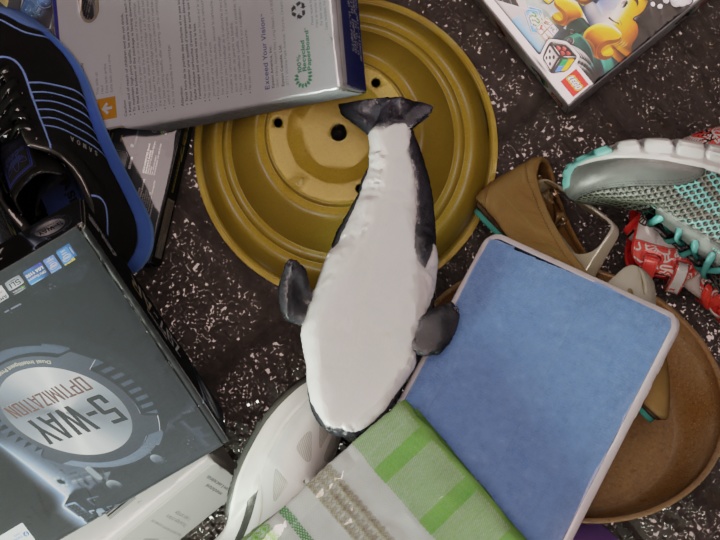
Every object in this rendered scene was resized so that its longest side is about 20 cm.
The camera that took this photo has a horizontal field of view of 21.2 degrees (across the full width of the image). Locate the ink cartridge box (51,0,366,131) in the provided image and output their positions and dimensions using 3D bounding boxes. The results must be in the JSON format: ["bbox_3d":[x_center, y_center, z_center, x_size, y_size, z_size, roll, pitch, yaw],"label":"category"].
[{"bbox_3d":[-0.098,-0.190,1.183,0.199,0.043,0.198,-7,85,27],"label":"ink cartridge box"}]

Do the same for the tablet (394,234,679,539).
[{"bbox_3d":[0.086,0.088,1.112,0.130,0.014,0.201,25,79,20],"label":"tablet"}]

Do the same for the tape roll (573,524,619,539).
[{"bbox_3d":[0.084,0.237,1.172,0.199,0.066,0.201,2,101,11],"label":"tape roll"}]

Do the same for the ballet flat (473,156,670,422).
[{"bbox_3d":[0.141,0.003,1.175,0.063,0.069,0.200,-42,58,8],"label":"ballet flat"}]

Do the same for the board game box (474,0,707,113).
[{"bbox_3d":[0.120,-0.219,1.242,0.126,0.035,0.200,-39,85,-1],"label":"board game box"}]

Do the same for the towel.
[{"bbox_3d":[-0.002,0.191,1.082,0.200,0.031,0.149,-41,71,-2],"label":"towel"}]

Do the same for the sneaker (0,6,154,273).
[{"bbox_3d":[-0.198,-0.082,1.162,0.070,0.078,0.200,-39,74,18],"label":"sneaker"}]

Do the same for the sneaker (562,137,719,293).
[{"bbox_3d":[0.216,-0.025,1.143,0.199,0.078,0.092,9,82,2],"label":"sneaker"}]

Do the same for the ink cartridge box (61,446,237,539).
[{"bbox_3d":[-0.195,0.133,1.195,0.200,0.083,0.147,-38,68,0],"label":"ink cartridge box"}]

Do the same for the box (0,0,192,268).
[{"bbox_3d":[-0.185,-0.115,1.242,0.157,0.051,0.201,12,88,3],"label":"box"}]

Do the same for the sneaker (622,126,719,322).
[{"bbox_3d":[0.227,0.012,1.205,0.107,0.067,0.203,-14,81,-2],"label":"sneaker"}]

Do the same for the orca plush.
[{"bbox_3d":[0.000,0.000,1.147,0.105,0.071,0.201,-4,81,-6],"label":"orca plush"}]

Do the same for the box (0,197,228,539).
[{"bbox_3d":[-0.200,0.077,1.093,0.199,0.044,0.161,-29,113,3],"label":"box"}]

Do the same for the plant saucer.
[{"bbox_3d":[0.125,0.080,1.182,0.199,0.036,0.201,4,49,-5],"label":"plant saucer"}]

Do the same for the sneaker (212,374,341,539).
[{"bbox_3d":[-0.027,0.167,1.146,0.115,0.076,0.201,27,91,29],"label":"sneaker"}]

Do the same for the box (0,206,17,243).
[{"bbox_3d":[-0.284,0.009,1.170,0.157,0.051,0.201,-30,74,4],"label":"box"}]

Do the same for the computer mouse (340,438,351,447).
[{"bbox_3d":[0.040,0.139,1.217,0.200,0.044,0.110,37,105,2],"label":"computer mouse"}]

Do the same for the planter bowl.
[{"bbox_3d":[-0.012,-0.082,1.215,0.199,0.083,0.202,0,87,3],"label":"planter bowl"}]
